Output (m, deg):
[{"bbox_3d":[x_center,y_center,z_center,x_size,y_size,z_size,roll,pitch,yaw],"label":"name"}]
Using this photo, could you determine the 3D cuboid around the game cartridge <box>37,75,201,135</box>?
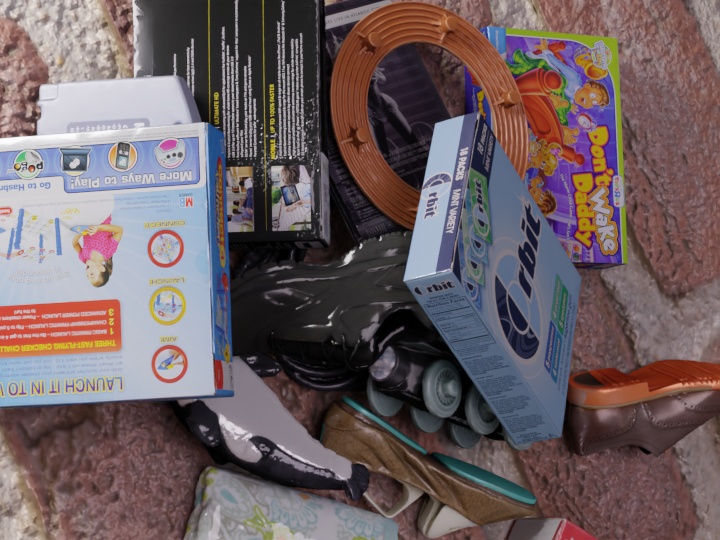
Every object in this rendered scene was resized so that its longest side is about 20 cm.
[{"bbox_3d":[-0.177,-0.044,1.441,0.132,0.041,0.201,-2,85,14],"label":"game cartridge"}]

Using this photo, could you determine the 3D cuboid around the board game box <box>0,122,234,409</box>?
[{"bbox_3d":[-0.196,-0.001,1.395,0.199,0.056,0.197,-3,85,10],"label":"board game box"}]

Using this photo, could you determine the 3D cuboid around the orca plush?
[{"bbox_3d":[-0.087,0.124,1.495,0.199,0.071,0.105,26,45,-12],"label":"orca plush"}]

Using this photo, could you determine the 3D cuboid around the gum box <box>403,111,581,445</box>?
[{"bbox_3d":[0.107,0.007,1.491,0.200,0.044,0.170,55,34,-38],"label":"gum box"}]

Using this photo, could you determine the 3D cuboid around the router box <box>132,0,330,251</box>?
[{"bbox_3d":[-0.100,-0.117,1.483,0.148,0.051,0.201,-1,84,5],"label":"router box"}]

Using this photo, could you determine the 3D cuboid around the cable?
[{"bbox_3d":[0.000,0.000,1.557,0.163,0.051,0.200,49,65,-14],"label":"cable"}]

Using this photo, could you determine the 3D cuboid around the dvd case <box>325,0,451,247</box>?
[{"bbox_3d":[0.009,-0.125,1.557,0.148,0.016,0.201,-21,82,-39],"label":"dvd case"}]

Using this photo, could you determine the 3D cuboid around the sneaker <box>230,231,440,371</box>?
[{"bbox_3d":[-0.029,0.037,1.448,0.199,0.076,0.091,-17,65,-1],"label":"sneaker"}]

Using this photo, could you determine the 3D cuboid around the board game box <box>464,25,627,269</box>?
[{"bbox_3d":[0.160,-0.104,1.653,0.134,0.045,0.201,1,84,-27],"label":"board game box"}]

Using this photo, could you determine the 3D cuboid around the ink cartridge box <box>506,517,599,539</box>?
[{"bbox_3d":[0.198,0.317,1.600,0.200,0.084,0.145,34,70,-20],"label":"ink cartridge box"}]

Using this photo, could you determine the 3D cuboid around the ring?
[{"bbox_3d":[0.062,-0.124,1.551,0.200,0.019,0.201,9,74,-32],"label":"ring"}]

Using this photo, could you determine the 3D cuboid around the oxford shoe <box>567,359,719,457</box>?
[{"bbox_3d":[0.268,0.122,1.678,0.199,0.071,0.073,-3,103,-21],"label":"oxford shoe"}]

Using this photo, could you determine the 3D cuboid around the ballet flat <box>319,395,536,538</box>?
[{"bbox_3d":[0.048,0.174,1.559,0.199,0.068,0.073,28,92,-21],"label":"ballet flat"}]

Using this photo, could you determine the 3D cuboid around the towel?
[{"bbox_3d":[-0.067,0.270,1.493,0.171,0.048,0.201,20,75,-24],"label":"towel"}]

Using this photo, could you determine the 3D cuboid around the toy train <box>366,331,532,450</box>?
[{"bbox_3d":[0.082,0.076,1.550,0.200,0.085,0.115,25,70,-44],"label":"toy train"}]
